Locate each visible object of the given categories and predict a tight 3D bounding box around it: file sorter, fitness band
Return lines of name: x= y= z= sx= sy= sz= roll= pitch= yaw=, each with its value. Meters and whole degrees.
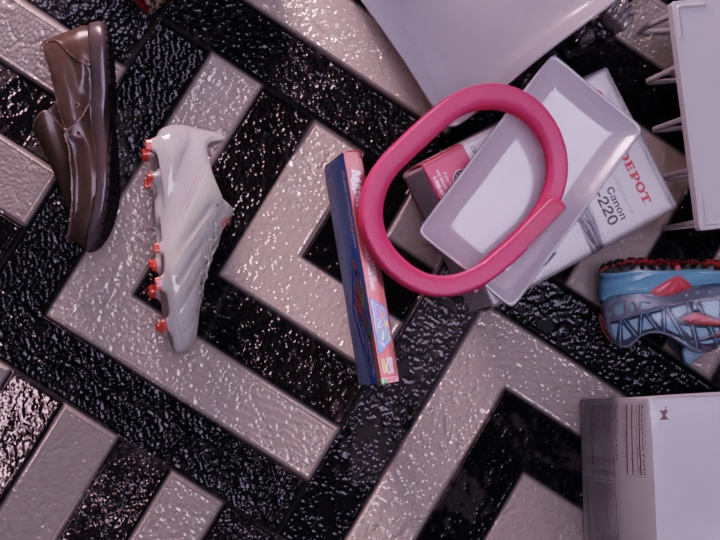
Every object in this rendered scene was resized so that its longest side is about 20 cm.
file sorter: x=0.338 y=-0.139 z=1.711 sx=0.138 sy=0.124 sz=0.202 roll=-6 pitch=88 yaw=-11
fitness band: x=0.090 y=-0.068 z=1.603 sx=0.200 sy=0.037 sz=0.144 roll=-43 pitch=90 yaw=-11

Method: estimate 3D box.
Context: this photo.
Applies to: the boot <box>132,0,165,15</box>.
boot: x=-0.186 y=-0.339 z=1.660 sx=0.150 sy=0.073 sz=0.200 roll=-41 pitch=99 yaw=-10

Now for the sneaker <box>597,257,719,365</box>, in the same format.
sneaker: x=0.314 y=0.039 z=1.730 sx=0.198 sy=0.079 sz=0.096 roll=2 pitch=99 yaw=-3

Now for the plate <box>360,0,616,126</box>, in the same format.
plate: x=0.107 y=-0.260 z=1.678 sx=0.200 sy=0.032 sz=0.200 roll=-38 pitch=72 yaw=12

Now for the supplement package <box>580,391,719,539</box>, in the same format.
supplement package: x=0.312 y=0.180 z=1.646 sx=0.189 sy=0.200 sz=0.149 roll=-1 pitch=86 yaw=-10

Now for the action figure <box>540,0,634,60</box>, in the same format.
action figure: x=0.207 y=-0.256 z=1.707 sx=0.199 sy=0.102 sz=0.119 roll=-33 pitch=79 yaw=-11

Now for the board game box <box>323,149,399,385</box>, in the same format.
board game box: x=0.000 y=0.000 z=1.652 sx=0.019 sy=0.103 sz=0.202 roll=-9 pitch=88 yaw=-10

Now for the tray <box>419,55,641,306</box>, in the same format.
tray: x=0.148 y=-0.078 z=1.640 sx=0.107 sy=0.022 sz=0.200 roll=38 pitch=81 yaw=-4

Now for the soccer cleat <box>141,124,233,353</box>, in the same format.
soccer cleat: x=-0.147 y=-0.029 z=1.647 sx=0.077 sy=0.069 sz=0.202 roll=-2 pitch=84 yaw=-13

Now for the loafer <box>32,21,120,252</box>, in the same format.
loafer: x=-0.248 y=-0.115 z=1.638 sx=0.070 sy=0.073 sz=0.202 roll=-2 pitch=81 yaw=0

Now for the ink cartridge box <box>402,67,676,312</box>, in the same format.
ink cartridge box: x=0.162 y=-0.072 z=1.696 sx=0.199 sy=0.085 sz=0.146 roll=-28 pitch=92 yaw=-13
